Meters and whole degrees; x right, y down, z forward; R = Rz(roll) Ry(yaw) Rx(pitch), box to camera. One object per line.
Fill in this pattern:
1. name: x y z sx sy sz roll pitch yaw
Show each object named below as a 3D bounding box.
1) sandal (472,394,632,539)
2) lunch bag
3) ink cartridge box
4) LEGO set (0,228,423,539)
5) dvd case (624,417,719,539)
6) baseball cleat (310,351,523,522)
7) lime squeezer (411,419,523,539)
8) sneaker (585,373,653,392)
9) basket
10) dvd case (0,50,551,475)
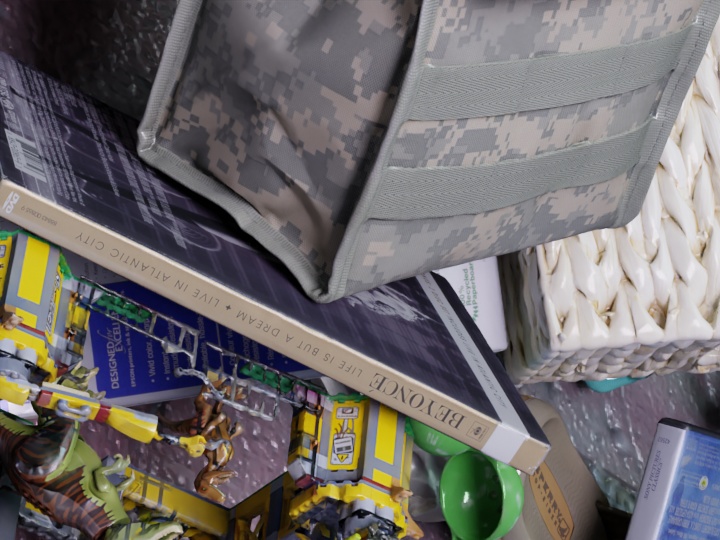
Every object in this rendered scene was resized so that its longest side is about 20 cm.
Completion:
1. sandal: 0.103 0.127 1.159 0.200 0.054 0.080 62 37 -39
2. lunch bag: 0.042 -0.107 0.939 0.118 0.200 0.164 38 32 30
3. ink cartridge box: -0.045 -0.005 1.041 0.200 0.037 0.095 -8 92 -26
4. LEGO set: -0.082 0.089 0.902 0.200 0.154 0.116 32 47 -32
5. dvd case: 0.139 0.168 1.152 0.143 0.018 0.200 18 86 -46
6. baseball cleat: 0.000 0.000 1.137 0.200 0.070 0.106 68 29 -12
7. lime squeezer: 0.023 0.073 1.062 0.038 0.071 0.200 48 -21 52
8. sneaker: 0.069 -0.013 1.217 0.200 0.078 0.091 29 53 -37
9. basket: 0.108 -0.057 1.111 0.136 0.123 0.200 117 -34 -80
10. dvd case: -0.040 -0.007 0.950 0.200 0.016 0.149 26 13 -21
